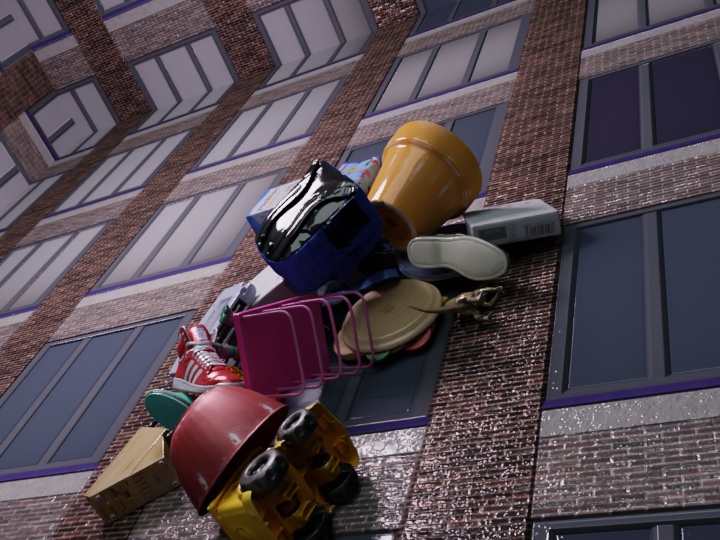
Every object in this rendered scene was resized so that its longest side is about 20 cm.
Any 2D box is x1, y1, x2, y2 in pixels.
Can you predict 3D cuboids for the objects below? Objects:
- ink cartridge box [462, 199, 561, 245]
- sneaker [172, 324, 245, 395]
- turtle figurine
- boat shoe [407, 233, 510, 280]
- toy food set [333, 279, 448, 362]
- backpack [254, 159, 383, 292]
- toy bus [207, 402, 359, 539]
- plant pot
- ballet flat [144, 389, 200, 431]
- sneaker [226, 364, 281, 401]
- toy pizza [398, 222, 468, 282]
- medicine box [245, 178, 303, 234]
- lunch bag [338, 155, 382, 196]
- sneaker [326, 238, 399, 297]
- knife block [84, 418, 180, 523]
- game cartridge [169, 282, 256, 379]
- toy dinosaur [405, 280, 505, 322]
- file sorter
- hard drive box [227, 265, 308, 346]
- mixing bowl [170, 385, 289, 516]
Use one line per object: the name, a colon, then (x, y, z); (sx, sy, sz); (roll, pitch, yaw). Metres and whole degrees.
ink cartridge box: (0.274, -0.090, 1.587); (0.157, 0.048, 0.200); (-11, 10, 2)
sneaker: (-0.249, 0.145, 1.392); (0.070, 0.115, 0.198); (8, -7, -38)
turtle figurine: (-0.158, 0.133, 1.504); (0.101, 0.196, 0.152); (127, 152, -56)
boat shoe: (0.177, -0.029, 1.480); (0.199, 0.074, 0.060); (9, 16, 38)
toy food set: (0.056, 0.087, 1.486); (0.195, 0.049, 0.200); (1, 37, 42)
backpack: (-0.070, -0.057, 1.488); (0.200, 0.168, 0.162); (-43, 34, -7)
toy bus: (-0.120, 0.304, 1.199); (0.190, 0.137, 0.201); (-24, 20, 42)
plant pot: (0.102, -0.144, 1.600); (0.198, 0.202, 0.184); (4, 46, 45)
ballet flat: (-0.259, 0.245, 1.402); (0.197, 0.068, 0.070); (24, 22, 10)
sneaker: (-0.217, 0.207, 1.488); (0.198, 0.078, 0.073); (4, 38, 43)
toy pizza: (0.167, -0.029, 1.600); (0.196, 0.032, 0.201); (-15, 27, 8)
medicine box: (-0.104, -0.087, 1.761); (0.197, 0.184, 0.103); (-14, 29, 36)
lunch bag: (0.006, -0.097, 1.680); (0.092, 0.203, 0.151); (-6, 28, 29)
sneaker: (0.000, 0.000, 1.599); (0.069, 0.080, 0.199); (-3, -13, -40)
knife block: (-0.363, 0.312, 1.446); (0.197, 0.065, 0.176); (-28, 27, -2)
game cartridge: (-0.274, 0.115, 1.575); (0.133, 0.041, 0.202); (-25, 31, 59)
toy dinosaur: (0.176, 0.057, 1.420); (0.198, 0.059, 0.100); (-21, 16, -38)
file sorter: (-0.083, 0.116, 1.364); (0.124, 0.142, 0.198); (-8, 4, 37)
hard drive box: (-0.167, 0.052, 1.635); (0.199, 0.077, 0.157); (-38, 19, 32)
mixing bowl: (-0.208, 0.246, 1.255); (0.201, 0.108, 0.200); (-50, -10, -12)
